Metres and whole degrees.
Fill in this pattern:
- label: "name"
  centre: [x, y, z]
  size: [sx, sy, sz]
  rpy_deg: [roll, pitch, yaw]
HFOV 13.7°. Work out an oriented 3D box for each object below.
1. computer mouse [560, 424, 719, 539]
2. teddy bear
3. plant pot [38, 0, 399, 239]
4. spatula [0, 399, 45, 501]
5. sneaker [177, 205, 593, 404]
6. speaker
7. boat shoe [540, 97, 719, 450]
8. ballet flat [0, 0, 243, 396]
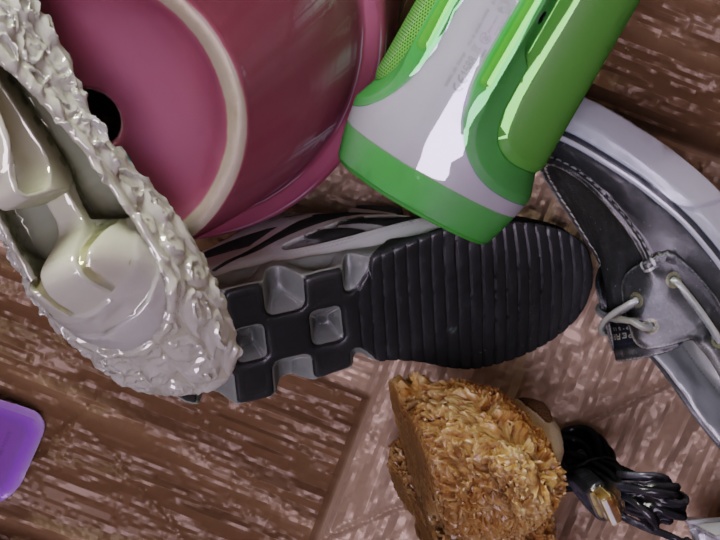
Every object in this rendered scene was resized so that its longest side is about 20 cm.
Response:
- label: "computer mouse"
  centre: [0.180, 0.121, 1.317]
  size: [0.200, 0.110, 0.044]
  rpy_deg: [26, 88, -13]
- label: "teddy bear"
  centre: [0.061, 0.125, 1.312]
  size: [0.067, 0.145, 0.200]
  rpy_deg: [-17, 113, -12]
- label: "plant pot"
  centre: [-0.091, -0.092, 1.222]
  size: [0.199, 0.179, 0.200]
  rpy_deg: [3, 111, 8]
- label: "spatula"
  centre: [-0.247, 0.053, 1.390]
  size: [0.200, 0.021, 0.057]
  rpy_deg: [24, 108, 1]
- label: "sneaker"
  centre: [0.000, 0.000, 1.304]
  size: [0.200, 0.089, 0.074]
  rpy_deg: [-6, 118, -15]
- label: "speaker"
  centre: [0.070, -0.114, 1.214]
  size: [0.088, 0.088, 0.200]
  rpy_deg: [30, 98, -3]
- label: "boat shoe"
  centre: [0.135, 0.013, 1.270]
  size: [0.200, 0.072, 0.071]
  rpy_deg: [47, 75, -11]
- label: "ballet flat"
  centre: [-0.118, -0.025, 1.121]
  size: [0.072, 0.072, 0.200]
  rpy_deg: [-27, 105, 19]
